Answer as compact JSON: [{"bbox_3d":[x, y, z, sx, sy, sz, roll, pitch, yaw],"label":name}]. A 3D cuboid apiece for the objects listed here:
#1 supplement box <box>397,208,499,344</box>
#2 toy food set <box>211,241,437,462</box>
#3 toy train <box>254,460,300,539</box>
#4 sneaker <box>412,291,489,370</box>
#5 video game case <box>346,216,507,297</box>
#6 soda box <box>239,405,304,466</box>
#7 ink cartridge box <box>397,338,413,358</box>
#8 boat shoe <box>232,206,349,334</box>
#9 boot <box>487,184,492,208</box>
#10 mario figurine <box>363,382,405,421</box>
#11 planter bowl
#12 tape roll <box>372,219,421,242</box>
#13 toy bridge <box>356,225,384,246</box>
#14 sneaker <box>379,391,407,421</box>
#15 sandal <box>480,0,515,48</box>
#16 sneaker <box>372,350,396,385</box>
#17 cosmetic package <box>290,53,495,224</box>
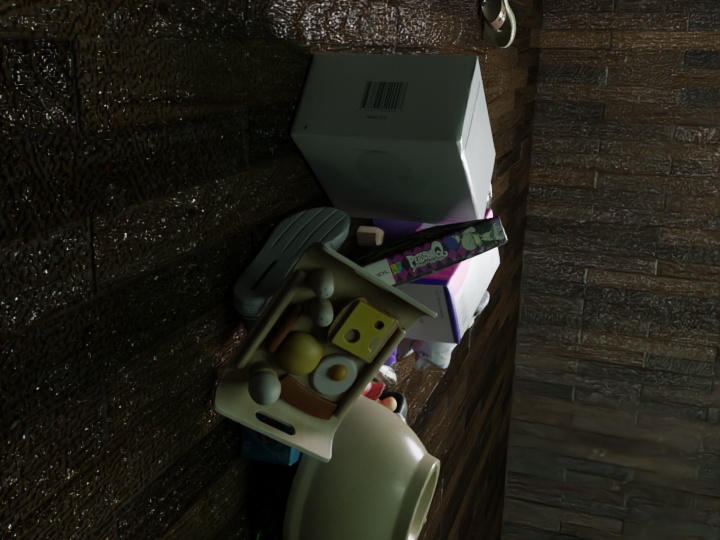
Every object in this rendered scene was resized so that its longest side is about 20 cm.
[{"bbox_3d":[0.122,0.001,1.091,0.200,0.103,0.101,-52,136,-45],"label":"supplement box"},{"bbox_3d":[-0.035,0.086,0.749,0.200,0.143,0.060,-54,-158,14],"label":"toy food set"},{"bbox_3d":[-0.080,0.275,0.948,0.200,0.042,0.056,-63,164,-44],"label":"toy train"},{"bbox_3d":[0.151,0.095,1.310,0.200,0.075,0.115,-33,149,-51],"label":"sneaker"},{"bbox_3d":[0.046,-0.014,0.882,0.200,0.181,0.036,180,-111,-74],"label":"video game case"},{"bbox_3d":[-0.068,0.169,0.905,0.200,0.064,0.068,-7,103,-70],"label":"soda box"},{"bbox_3d":[0.098,0.055,1.281,0.200,0.043,0.174,-65,165,12],"label":"ink cartridge box"},{"bbox_3d":[-0.077,0.000,0.836,0.200,0.072,0.071,-48,149,-43],"label":"boat shoe"},{"bbox_3d":[0.152,-0.133,1.203,0.131,0.068,0.200,-61,144,-38],"label":"boot"},{"bbox_3d":[0.036,0.232,1.077,0.106,0.123,0.200,-31,111,-21],"label":"mario figurine"},{"bbox_3d":[0.014,0.258,0.896,0.200,0.134,0.201,18,90,-74],"label":"planter bowl"},{"bbox_3d":[0.088,-0.140,1.222,0.200,0.085,0.201,8,90,-71],"label":"tape roll"},{"bbox_3d":[0.000,0.000,1.040,0.200,0.067,0.027,-60,150,-48],"label":"toy bridge"},{"bbox_3d":[0.037,0.300,1.234,0.200,0.076,0.115,-62,146,-58],"label":"sneaker"},{"bbox_3d":[0.302,-0.599,1.724,0.057,0.080,0.201,-50,139,-29],"label":"sandal"},{"bbox_3d":[0.013,0.100,1.126,0.200,0.069,0.100,66,29,-63],"label":"sneaker"},{"bbox_3d":[0.050,-0.155,0.926,0.200,0.199,0.123,60,41,-60],"label":"cosmetic package"}]
